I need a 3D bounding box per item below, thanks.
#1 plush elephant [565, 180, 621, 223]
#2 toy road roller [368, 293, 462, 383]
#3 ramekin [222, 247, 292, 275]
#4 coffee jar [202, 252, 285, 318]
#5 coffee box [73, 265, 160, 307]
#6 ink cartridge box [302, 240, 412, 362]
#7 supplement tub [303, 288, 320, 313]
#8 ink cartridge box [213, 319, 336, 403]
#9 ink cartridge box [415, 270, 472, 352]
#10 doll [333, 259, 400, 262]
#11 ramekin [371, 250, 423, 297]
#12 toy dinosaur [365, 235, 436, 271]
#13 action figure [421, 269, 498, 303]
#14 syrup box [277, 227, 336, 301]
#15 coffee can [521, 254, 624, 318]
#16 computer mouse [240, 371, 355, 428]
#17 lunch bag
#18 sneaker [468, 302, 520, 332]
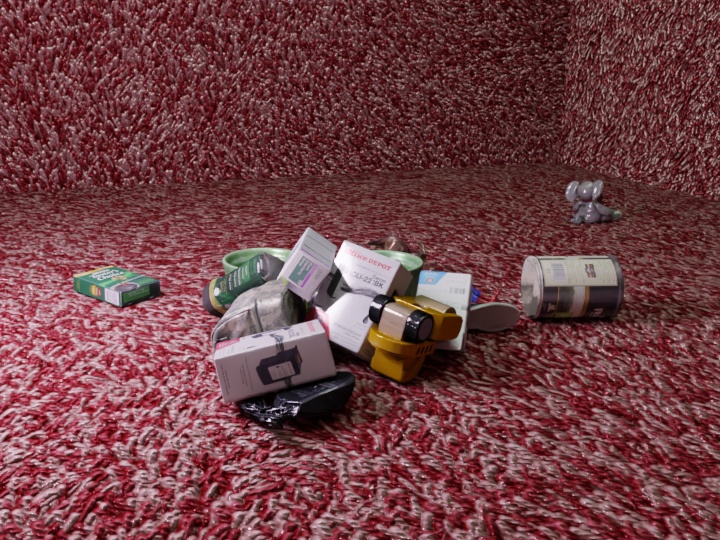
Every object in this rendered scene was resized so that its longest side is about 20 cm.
[{"bbox_3d":[0.838,-0.260,2.743,0.198,0.157,0.164,-13,21,-39],"label":"plush elephant"},{"bbox_3d":[0.095,0.131,1.457,0.122,0.148,0.199,22,13,34],"label":"toy road roller"},{"bbox_3d":[-0.236,0.018,1.846,0.197,0.099,0.200,1,17,0],"label":"ramekin"},{"bbox_3d":[-0.255,0.039,1.669,0.199,0.086,0.104,-27,-35,29],"label":"coffee jar"},{"bbox_3d":[-0.610,0.037,1.881,0.198,0.045,0.122,14,21,36],"label":"coffee box"},{"bbox_3d":[-0.005,0.060,1.520,0.143,0.202,0.084,22,-11,28],"label":"ink cartridge box"},{"bbox_3d":[-0.061,0.073,1.656,0.198,0.124,0.122,10,19,25],"label":"supplement tub"},{"bbox_3d":[-0.153,0.157,1.342,0.197,0.086,0.145,-13,7,-8],"label":"ink cartridge box"},{"bbox_3d":[0.170,0.100,1.591,0.114,0.067,0.202,5,50,13],"label":"ink cartridge box"},{"bbox_3d":[0.000,0.000,1.735,0.197,0.049,0.137,0,28,3],"label":"doll"},{"bbox_3d":[0.056,0.023,1.871,0.197,0.099,0.200,1,17,0],"label":"ramekin"},{"bbox_3d":[0.107,-0.046,2.019,0.135,0.200,0.086,-33,29,30],"label":"toy dinosaur"},{"bbox_3d":[0.241,0.037,1.861,0.198,0.052,0.065,17,26,16],"label":"action figure"},{"bbox_3d":[-0.107,-0.017,1.548,0.081,0.079,0.200,34,14,-6],"label":"syrup box"},{"bbox_3d":[0.491,0.038,1.760,0.197,0.148,0.147,0,17,-4],"label":"coffee can"},{"bbox_3d":[-0.093,0.227,1.278,0.198,0.053,0.138,-17,12,-30],"label":"computer mouse"},{"bbox_3d":[-0.202,0.106,1.515,0.165,0.141,0.200,-10,13,6],"label":"lunch bag"},{"bbox_3d":[0.255,0.091,1.700,0.197,0.072,0.099,-6,22,-7],"label":"sneaker"}]
